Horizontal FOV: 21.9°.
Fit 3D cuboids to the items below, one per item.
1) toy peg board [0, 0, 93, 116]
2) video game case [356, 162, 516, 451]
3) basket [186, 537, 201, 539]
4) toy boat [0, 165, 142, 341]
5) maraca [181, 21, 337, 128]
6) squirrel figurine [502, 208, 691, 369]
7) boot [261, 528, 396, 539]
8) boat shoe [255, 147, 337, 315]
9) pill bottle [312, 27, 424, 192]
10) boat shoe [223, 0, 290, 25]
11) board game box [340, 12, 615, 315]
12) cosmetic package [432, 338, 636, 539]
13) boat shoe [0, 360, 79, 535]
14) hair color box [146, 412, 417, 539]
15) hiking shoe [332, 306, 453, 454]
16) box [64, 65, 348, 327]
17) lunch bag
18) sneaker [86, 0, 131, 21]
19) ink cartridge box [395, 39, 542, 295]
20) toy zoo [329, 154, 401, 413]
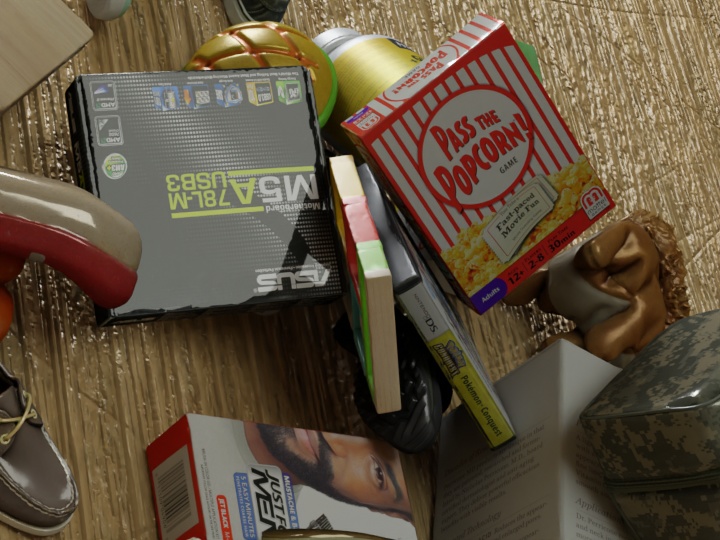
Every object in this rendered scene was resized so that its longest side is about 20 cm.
[{"bbox_3d":[-0.338,-0.192,1.425,0.200,0.098,0.199,44,25,-8],"label":"toy peg board"},{"bbox_3d":[0.056,0.027,1.517,0.181,0.025,0.200,58,6,-31],"label":"video game case"},{"bbox_3d":[-0.094,0.281,1.224,0.200,0.139,0.176,36,32,31],"label":"basket"},{"bbox_3d":[-0.260,-0.007,1.330,0.200,0.131,0.131,15,92,-11],"label":"toy boat"},{"bbox_3d":[-0.100,-0.134,1.569,0.137,0.107,0.200,19,54,18],"label":"maraca"},{"bbox_3d":[0.260,0.050,1.738,0.200,0.142,0.187,-29,89,-47],"label":"squirrel figurine"},{"bbox_3d":[0.001,0.270,1.342,0.200,0.072,0.155,21,76,-40],"label":"boot"},{"bbox_3d":[-0.047,-0.048,1.579,0.074,0.068,0.199,42,41,-10],"label":"boat shoe"},{"bbox_3d":[0.025,-0.140,1.630,0.112,0.112,0.200,9,23,-38],"label":"pill bottle"},{"bbox_3d":[-0.104,-0.311,1.722,0.072,0.071,0.200,-2,62,-43],"label":"boat shoe"},{"bbox_3d":[0.099,-0.086,1.530,0.200,0.151,0.046,54,-7,-28],"label":"board game box"},{"bbox_3d":[0.171,0.199,1.519,0.165,0.165,0.200,29,45,-25],"label":"cosmetic package"},{"bbox_3d":[-0.262,0.096,1.286,0.200,0.060,0.072,51,41,0],"label":"boat shoe"},{"bbox_3d":[-0.056,0.179,1.408,0.200,0.064,0.111,12,53,-38],"label":"hair color box"},{"bbox_3d":[0.046,0.090,1.519,0.101,0.076,0.200,34,18,-27],"label":"hiking shoe"},{"bbox_3d":[-0.121,-0.060,1.462,0.200,0.048,0.193,-4,77,-23],"label":"box"},{"bbox_3d":[0.279,0.138,1.431,0.200,0.139,0.168,-38,107,-47],"label":"lunch bag"},{"bbox_3d":[-0.173,-0.281,1.630,0.118,0.074,0.201,21,46,-22],"label":"sneaker"},{"bbox_3d":[0.102,-0.097,1.691,0.084,0.145,0.200,15,52,-33],"label":"ink cartridge box"},{"bbox_3d":[0.000,0.000,1.460,0.020,0.131,0.200,-9,37,-6],"label":"toy zoo"}]
